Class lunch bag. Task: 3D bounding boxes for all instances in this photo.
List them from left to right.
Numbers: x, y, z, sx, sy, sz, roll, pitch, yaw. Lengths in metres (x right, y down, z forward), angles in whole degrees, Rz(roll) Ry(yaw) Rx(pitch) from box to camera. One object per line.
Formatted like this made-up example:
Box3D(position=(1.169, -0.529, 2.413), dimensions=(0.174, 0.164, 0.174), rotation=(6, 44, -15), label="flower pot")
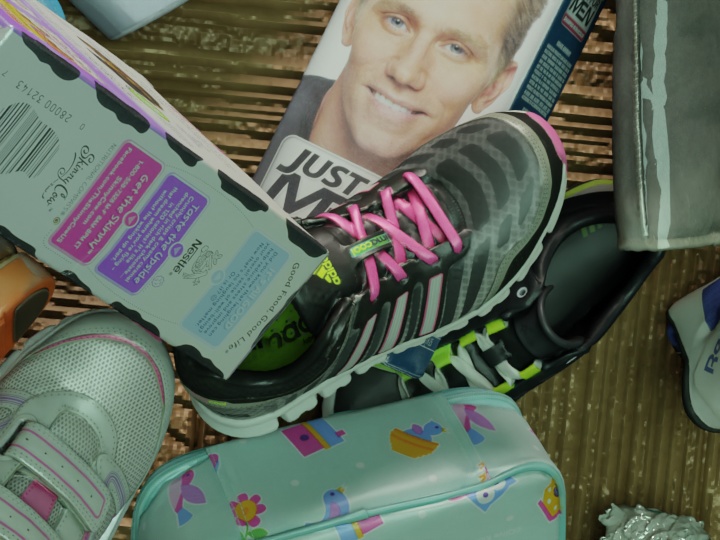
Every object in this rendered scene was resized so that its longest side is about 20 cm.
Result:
Box3D(position=(-0.008, 0.144, 1.310), dimensions=(0.199, 0.077, 0.161), rotation=(-14, 131, -13), label="lunch bag")

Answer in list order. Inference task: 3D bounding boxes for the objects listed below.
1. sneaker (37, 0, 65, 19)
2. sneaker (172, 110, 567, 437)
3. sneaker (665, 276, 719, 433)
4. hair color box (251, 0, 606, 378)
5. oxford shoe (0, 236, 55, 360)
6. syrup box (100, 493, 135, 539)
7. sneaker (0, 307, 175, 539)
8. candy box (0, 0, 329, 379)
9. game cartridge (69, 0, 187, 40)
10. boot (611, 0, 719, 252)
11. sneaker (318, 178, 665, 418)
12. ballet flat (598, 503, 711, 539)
Box3D(position=(-0.199, -0.116, 1.249), dimensions=(0.130, 0.080, 0.200), rotation=(-32, 137, -13), label="sneaker")
Box3D(position=(0.000, 0.000, 1.230), dimensions=(0.200, 0.087, 0.074), rotation=(-34, 74, 9), label="sneaker")
Box3D(position=(0.203, 0.006, 1.370), dimensions=(0.081, 0.115, 0.200), rotation=(48, 55, -14), label="sneaker")
Box3D(position=(0.022, -0.064, 1.311), dimensions=(0.100, 0.061, 0.201), rotation=(26, 89, 20), label="hair color box")
Box3D(position=(-0.222, 0.051, 1.215), dimensions=(0.200, 0.071, 0.073), rotation=(-44, 81, -10), label="oxford shoe")
Box3D(position=(-0.203, 0.073, 1.287), dimensions=(0.199, 0.081, 0.079), rotation=(28, 88, -14), label="syrup box")
Box3D(position=(-0.143, 0.107, 1.217), dimensions=(0.081, 0.088, 0.200), rotation=(34, 88, -14), label="sneaker")
Box3D(position=(-0.131, -0.060, 1.164), dimensions=(0.072, 0.168, 0.200), rotation=(-51, 135, 4), label="candy box")
Box3D(position=(-0.078, -0.208, 1.311), dimensions=(0.133, 0.041, 0.200), rotation=(43, 86, -16), label="game cartridge")
Box3D(position=(0.158, -0.114, 1.311), dimensions=(0.182, 0.072, 0.201), rotation=(-15, 93, -50), label="boot")
Box3D(position=(0.063, 0.024, 1.338), dimensions=(0.200, 0.083, 0.072), rotation=(-43, 102, -5), label="sneaker")
Box3D(position=(0.100, 0.200, 1.381), dimensions=(0.072, 0.072, 0.201), rotation=(29, 87, -13), label="ballet flat")
